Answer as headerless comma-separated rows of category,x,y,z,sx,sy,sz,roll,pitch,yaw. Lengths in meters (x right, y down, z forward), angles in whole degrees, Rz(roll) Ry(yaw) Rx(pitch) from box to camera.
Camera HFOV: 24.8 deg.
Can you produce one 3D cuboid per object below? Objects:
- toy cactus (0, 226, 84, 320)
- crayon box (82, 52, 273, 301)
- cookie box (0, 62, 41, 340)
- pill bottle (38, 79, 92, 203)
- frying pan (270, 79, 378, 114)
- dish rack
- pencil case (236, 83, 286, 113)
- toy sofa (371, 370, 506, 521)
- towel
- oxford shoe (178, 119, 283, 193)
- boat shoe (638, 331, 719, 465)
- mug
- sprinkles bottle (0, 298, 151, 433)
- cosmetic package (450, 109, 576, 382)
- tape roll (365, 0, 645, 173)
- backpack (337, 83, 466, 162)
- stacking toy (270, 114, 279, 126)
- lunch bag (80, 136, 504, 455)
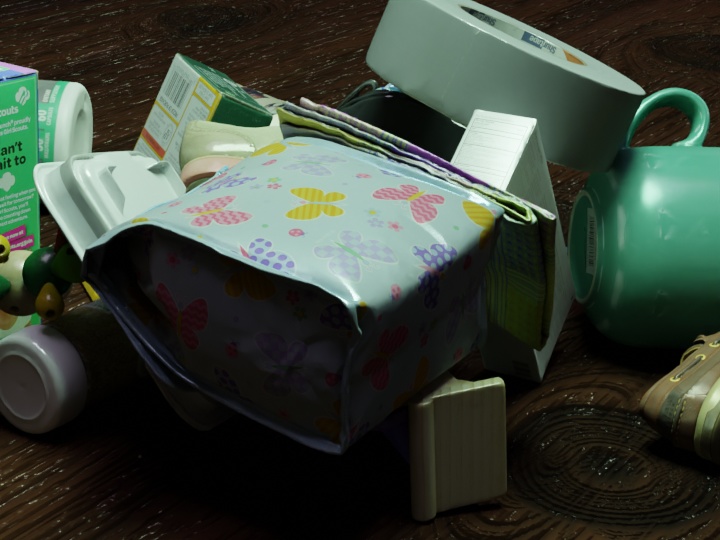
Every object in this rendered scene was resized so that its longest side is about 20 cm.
toy cactus,-0.254,0.004,1.104,0.199,0.103,0.165,-24,-5,20
crayon box,-0.148,-0.056,1.283,0.051,0.201,0.126,21,11,-28
cookie box,-0.322,-0.060,1.215,0.170,0.201,0.075,16,24,30
pill bottle,-0.351,-0.121,1.493,0.198,0.114,0.113,3,21,2
frying pan,-0.041,-0.088,1.409,0.189,0.115,0.031,-11,21,41
dish rack,-0.123,0.001,1.083,0.043,0.201,0.172,-35,-3,15
pencil case,-0.068,-0.126,1.591,0.199,0.078,0.089,20,7,36
toy sofa,0.013,0.079,1.065,0.097,0.083,0.200,-10,24,-18
towel,0.036,-0.029,1.065,0.199,0.144,0.023,27,60,22
oxford shoe,-0.037,-0.072,1.202,0.199,0.071,0.074,11,50,-23
boat shoe,0.258,0.067,1.144,0.067,0.072,0.200,17,28,28
mug,0.221,-0.029,1.256,0.114,0.153,0.186,0,47,-7
sprinkles bottle,-0.167,0.048,1.140,0.068,0.069,0.200,15,24,29
cosmetic package,0.103,-0.013,1.141,0.050,0.200,0.083,14,58,25
tape roll,0.105,-0.143,1.200,0.199,0.066,0.200,23,15,-7
backpack,0.077,-0.095,1.343,0.163,0.154,0.200,31,1,16
stacking toy,-0.102,-0.053,1.383,0.146,0.147,0.199,-14,8,-38
lunch bag,-0.041,0.004,0.984,0.199,0.128,0.169,23,33,26
